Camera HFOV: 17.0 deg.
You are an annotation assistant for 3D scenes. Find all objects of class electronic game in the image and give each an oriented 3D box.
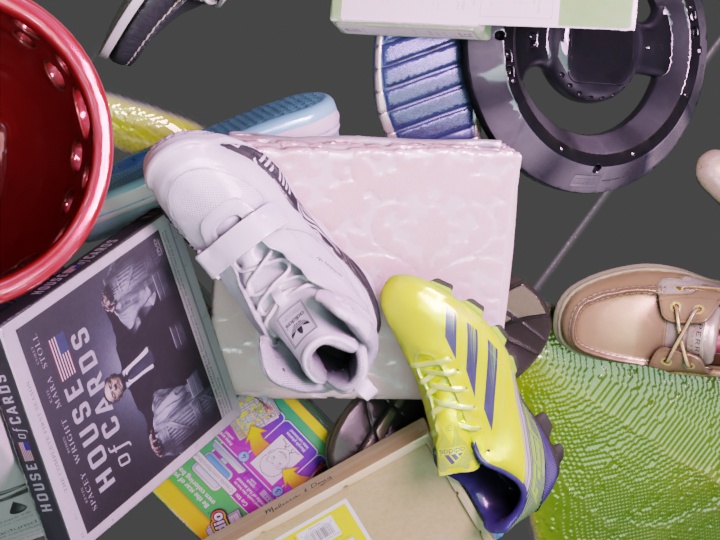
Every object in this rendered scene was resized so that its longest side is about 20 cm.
[{"bbox_3d":[0.152,-0.152,1.623,0.199,0.042,0.201,-2,94,-31],"label":"electronic game"}]

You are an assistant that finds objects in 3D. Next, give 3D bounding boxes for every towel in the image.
[{"bbox_3d":[0.000,0.000,1.592,0.199,0.032,0.192,2,117,-8],"label":"towel"}]

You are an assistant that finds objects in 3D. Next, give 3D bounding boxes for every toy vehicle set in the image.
[{"bbox_3d":[-0.013,0.200,1.641,0.199,0.027,0.125,-29,112,2],"label":"toy vehicle set"}]

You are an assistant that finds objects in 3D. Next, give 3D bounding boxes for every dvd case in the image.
[{"bbox_3d":[-0.153,0.065,1.503,0.025,0.200,0.151,-8,108,31],"label":"dvd case"}]

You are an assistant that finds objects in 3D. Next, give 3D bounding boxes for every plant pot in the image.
[{"bbox_3d":[-0.263,-0.070,1.497,0.199,0.182,0.202,1,86,-14],"label":"plant pot"}]

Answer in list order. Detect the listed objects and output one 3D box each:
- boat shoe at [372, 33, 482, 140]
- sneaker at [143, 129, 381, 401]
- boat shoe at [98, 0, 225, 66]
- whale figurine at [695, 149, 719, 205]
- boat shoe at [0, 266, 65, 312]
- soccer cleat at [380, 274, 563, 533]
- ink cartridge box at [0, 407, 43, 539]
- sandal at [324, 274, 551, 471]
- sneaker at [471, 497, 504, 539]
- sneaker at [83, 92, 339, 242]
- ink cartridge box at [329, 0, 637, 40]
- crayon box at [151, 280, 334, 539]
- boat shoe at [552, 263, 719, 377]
[{"bbox_3d":[0.047,-0.092,1.630,0.072,0.072,0.201,-14,105,-6],"label":"boat shoe"},{"bbox_3d":[-0.054,0.000,1.502,0.075,0.115,0.200,-40,115,13],"label":"sneaker"},{"bbox_3d":[-0.094,-0.207,1.565,0.060,0.076,0.200,36,98,-13],"label":"boat shoe"},{"bbox_3d":[0.306,-0.078,1.688,0.158,0.104,0.201,-10,85,-7],"label":"whale figurine"},{"bbox_3d":[-0.264,0.022,1.613,0.199,0.071,0.091,21,76,-5],"label":"boat shoe"},{"bbox_3d":[0.067,0.089,1.578,0.084,0.065,0.200,-51,124,-29],"label":"soccer cleat"},{"bbox_3d":[-0.281,0.116,1.478,0.146,0.200,0.086,-19,68,-2],"label":"ink cartridge box"},{"bbox_3d":[0.048,0.074,1.684,0.201,0.057,0.080,-41,94,-16],"label":"sandal"},{"bbox_3d":[0.034,0.178,1.708,0.200,0.081,0.077,-36,111,-2],"label":"sneaker"},{"bbox_3d":[-0.092,-0.027,1.620,0.199,0.080,0.131,-20,109,-4],"label":"sneaker"},{"bbox_3d":[0.085,-0.222,1.547,0.199,0.048,0.146,4,84,12],"label":"ink cartridge box"},{"bbox_3d":[-0.091,0.119,1.675,0.119,0.058,0.200,-41,111,3],"label":"crayon box"},{"bbox_3d":[0.237,0.038,1.708,0.199,0.066,0.074,0,105,-15],"label":"boat shoe"}]
